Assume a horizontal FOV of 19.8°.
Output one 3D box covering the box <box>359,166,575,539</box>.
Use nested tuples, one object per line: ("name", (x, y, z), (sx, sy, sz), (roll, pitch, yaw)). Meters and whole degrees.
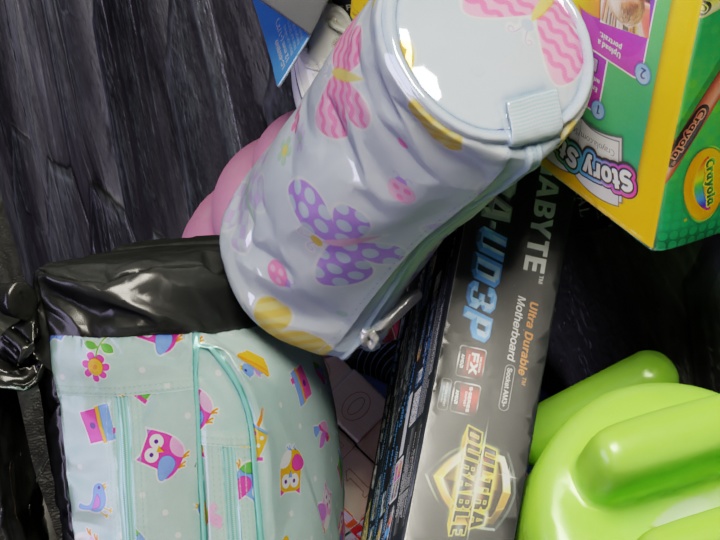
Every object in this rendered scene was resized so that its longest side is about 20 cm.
("box", (0.043, 0.042, 0.880), (0.159, 0.046, 0.200), (116, 166, -71))

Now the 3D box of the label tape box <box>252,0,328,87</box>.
("label tape box", (-0.045, -0.220, 1.097), (0.200, 0.066, 0.143), (-58, 34, 38))

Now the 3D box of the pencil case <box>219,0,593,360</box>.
("pencil case", (0.012, -0.041, 0.782), (0.200, 0.083, 0.091), (129, 136, -56))

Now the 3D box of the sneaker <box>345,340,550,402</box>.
("sneaker", (0.042, 0.046, 1.124), (0.200, 0.070, 0.078), (6, 75, 58))

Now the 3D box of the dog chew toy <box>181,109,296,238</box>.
("dog chew toy", (-0.043, -0.029, 1.285), (0.200, 0.124, 0.125), (116, 140, -55))

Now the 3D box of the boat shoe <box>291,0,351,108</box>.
("boat shoe", (-0.004, -0.139, 1.152), (0.066, 0.072, 0.200), (106, 157, -69))

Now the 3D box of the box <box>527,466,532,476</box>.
("box", (0.120, 0.187, 0.958), (0.070, 0.064, 0.200), (105, 150, -59))

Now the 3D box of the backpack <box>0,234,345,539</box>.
("backpack", (-0.073, 0.089, 0.897), (0.167, 0.126, 0.200), (-15, -79, -67))

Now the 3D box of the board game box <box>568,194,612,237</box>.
("board game box", (0.064, -0.113, 0.992), (0.135, 0.028, 0.200), (180, 77, -75))

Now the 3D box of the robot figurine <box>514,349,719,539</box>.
("robot figurine", (0.113, 0.121, 0.831), (0.200, 0.116, 0.176), (104, 145, -59))

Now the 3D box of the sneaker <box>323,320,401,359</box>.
("sneaker", (0.000, 0.000, 1.039), (0.200, 0.088, 0.081), (-5, -97, -63))

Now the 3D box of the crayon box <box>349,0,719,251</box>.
("crayon box", (0.077, -0.110, 0.780), (0.200, 0.058, 0.119), (42, 138, 40))

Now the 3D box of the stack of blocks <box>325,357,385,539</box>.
("stack of blocks", (0.023, 0.127, 1.090), (0.200, 0.059, 0.115), (44, 162, 3))
